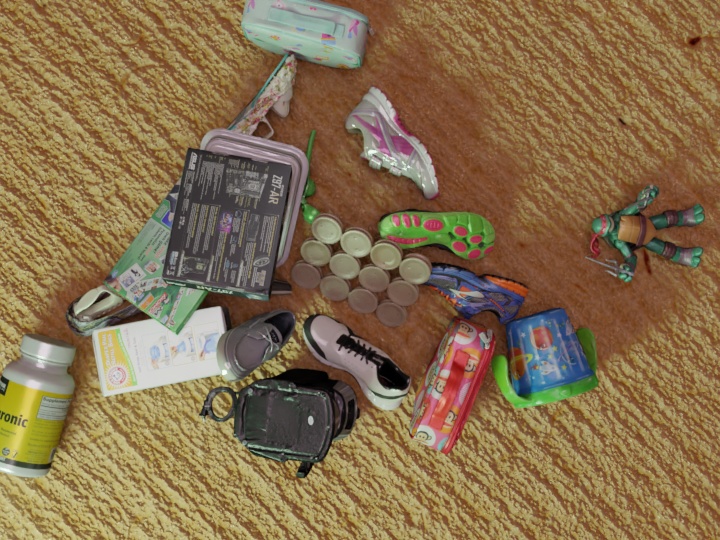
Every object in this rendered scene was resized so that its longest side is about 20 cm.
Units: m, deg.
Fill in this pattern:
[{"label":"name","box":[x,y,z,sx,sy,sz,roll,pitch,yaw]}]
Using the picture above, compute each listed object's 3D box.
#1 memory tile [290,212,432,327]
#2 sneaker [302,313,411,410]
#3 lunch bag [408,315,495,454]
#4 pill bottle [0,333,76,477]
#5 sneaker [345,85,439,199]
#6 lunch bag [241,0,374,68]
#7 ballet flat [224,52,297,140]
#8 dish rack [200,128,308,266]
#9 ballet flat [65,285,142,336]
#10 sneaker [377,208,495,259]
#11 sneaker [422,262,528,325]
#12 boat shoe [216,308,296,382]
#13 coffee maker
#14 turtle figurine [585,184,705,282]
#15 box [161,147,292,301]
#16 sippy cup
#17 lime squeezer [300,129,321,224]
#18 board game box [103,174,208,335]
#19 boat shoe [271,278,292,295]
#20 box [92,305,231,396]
[{"label":"memory tile","box":[0.000,0.000,1.639,0.199,0.017,0.154,25,130,-1]},{"label":"sneaker","box":[-0.001,0.131,1.641,0.199,0.080,0.074,38,61,-3]},{"label":"lunch bag","box":[0.137,0.171,1.601,0.081,0.176,0.202,22,92,3]},{"label":"pill bottle","box":[-0.502,0.204,1.620,0.110,0.111,0.202,17,88,-1]},{"label":"sneaker","box":[0.048,-0.185,1.660,0.088,0.081,0.201,-37,82,0]},{"label":"lunch bag","box":[-0.079,-0.371,1.614,0.198,0.160,0.078,13,89,0]},{"label":"ballet flat","box":[-0.152,-0.246,1.660,0.064,0.076,0.200,39,98,-10]},{"label":"dish rack","box":[-0.179,-0.105,1.636,0.170,0.044,0.202,13,109,-2]},{"label":"ballet flat","box":[-0.368,0.038,1.641,0.199,0.072,0.073,-27,90,-1]},{"label":"sneaker","box":[0.120,-0.066,1.657,0.198,0.084,0.077,9,104,-19]},{"label":"sneaker","box":[0.162,0.036,1.659,0.198,0.075,0.079,13,92,1]},{"label":"boat shoe","box":[-0.151,0.102,1.583,0.071,0.201,0.071,-23,99,22]},{"label":"coffee maker","box":[-0.109,0.203,1.582,0.191,0.200,0.135,30,93,9]},{"label":"turtle figurine","box":[0.437,-0.063,1.653,0.198,0.101,0.151,5,104,-16]},{"label":"box","box":[-0.193,-0.068,1.553,0.159,0.044,0.202,9,78,0]},{"label":"sippy cup","box":[0.284,0.130,1.628,0.138,0.178,0.132,-16,87,20]},{"label":"lime squeezer","box":[-0.066,-0.119,1.672,0.070,0.038,0.202,-22,89,-2]},{"label":"board game box","box":[-0.269,-0.024,1.578,0.134,0.029,0.201,34,79,5]},{"label":"boat shoe","box":[-0.200,0.005,1.639,0.198,0.067,0.058,5,88,-15]},{"label":"box","box":[-0.296,0.123,1.624,0.198,0.112,0.102,-11,87,-3]}]
